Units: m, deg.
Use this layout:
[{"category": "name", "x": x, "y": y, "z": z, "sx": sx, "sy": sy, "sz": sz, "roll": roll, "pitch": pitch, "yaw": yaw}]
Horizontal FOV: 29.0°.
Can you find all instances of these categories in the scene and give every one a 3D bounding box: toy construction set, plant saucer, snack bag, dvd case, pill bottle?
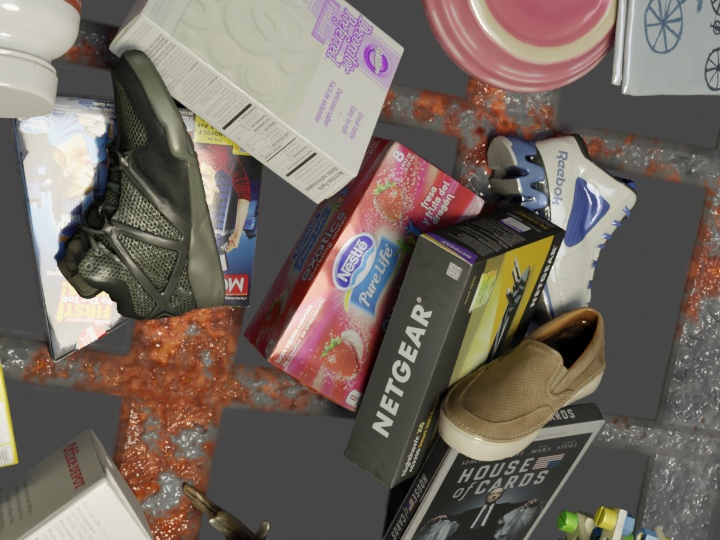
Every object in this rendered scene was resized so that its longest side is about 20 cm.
[{"category": "toy construction set", "x": 0.186, "y": 0.294, "z": 1.216, "sx": 0.092, "sy": 0.131, "sz": 0.201, "roll": 35, "pitch": 88, "yaw": -19}, {"category": "plant saucer", "x": 0.147, "y": -0.249, "z": 1.157, "sx": 0.197, "sy": 0.051, "sz": 0.204, "roll": -3, "pitch": 100, "yaw": -16}, {"category": "snack bag", "x": 0.294, "y": -0.245, "z": 1.198, "sx": 0.198, "sy": 0.021, "sz": 0.192, "roll": -4, "pitch": 100, "yaw": -36}, {"category": "dvd case", "x": 0.101, "y": 0.188, "z": 1.154, "sx": 0.148, "sy": 0.025, "sz": 0.201, "roll": -4, "pitch": 138, "yaw": -30}, {"category": "pill bottle", "x": -0.249, "y": -0.216, "z": 0.978, "sx": 0.111, "sy": 0.112, "sz": 0.203, "roll": 5, "pitch": 80, "yaw": -18}]

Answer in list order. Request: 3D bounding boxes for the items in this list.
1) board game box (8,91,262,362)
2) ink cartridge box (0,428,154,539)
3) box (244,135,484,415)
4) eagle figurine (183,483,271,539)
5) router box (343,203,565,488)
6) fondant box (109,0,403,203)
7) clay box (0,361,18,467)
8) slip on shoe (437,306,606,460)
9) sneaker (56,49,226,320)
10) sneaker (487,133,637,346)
[{"category": "board game box", "x": -0.182, "y": -0.031, "z": 1.083, "sx": 0.197, "sy": 0.062, "sz": 0.203, "roll": 4, "pitch": 99, "yaw": -18}, {"category": "ink cartridge box", "x": -0.259, "y": 0.224, "z": 1.056, "sx": 0.199, "sy": 0.146, "sz": 0.085, "roll": -34, "pitch": 106, "yaw": -9}, {"category": "box", "x": 0.000, "y": 0.000, "z": 1.125, "sx": 0.095, "sy": 0.100, "sz": 0.202, "roll": 31, "pitch": 89, "yaw": -19}, {"category": "eagle figurine", "x": -0.125, "y": 0.300, "z": 1.114, "sx": 0.201, "sy": 0.150, "sz": 0.152, "roll": -55, "pitch": 143, "yaw": -25}, {"category": "router box", "x": 0.076, "y": 0.057, "z": 1.108, "sx": 0.157, "sy": 0.052, "sz": 0.202, "roll": -19, "pitch": 133, "yaw": -53}, {"category": "fondant box", "x": -0.073, "y": -0.168, "z": 1.059, "sx": 0.199, "sy": 0.058, "sz": 0.145, "roll": 36, "pitch": 51, "yaw": -21}, {"category": "clay box", "x": -0.333, "y": 0.057, "z": 1.057, "sx": 0.113, "sy": 0.048, "sz": 0.203, "roll": -10, "pitch": 101, "yaw": -16}, {"category": "slip on shoe", "x": 0.131, "y": 0.083, "z": 1.080, "sx": 0.199, "sy": 0.076, "sz": 0.061, "roll": -20, "pitch": 134, "yaw": -45}, {"category": "sneaker", "x": -0.170, "y": -0.052, "z": 1.002, "sx": 0.113, "sy": 0.076, "sz": 0.202, "roll": -17, "pitch": 118, "yaw": -17}, {"category": "sneaker", "x": 0.186, "y": -0.028, "z": 1.190, "sx": 0.114, "sy": 0.081, "sz": 0.202, "roll": -15, "pitch": 102, "yaw": -12}]
